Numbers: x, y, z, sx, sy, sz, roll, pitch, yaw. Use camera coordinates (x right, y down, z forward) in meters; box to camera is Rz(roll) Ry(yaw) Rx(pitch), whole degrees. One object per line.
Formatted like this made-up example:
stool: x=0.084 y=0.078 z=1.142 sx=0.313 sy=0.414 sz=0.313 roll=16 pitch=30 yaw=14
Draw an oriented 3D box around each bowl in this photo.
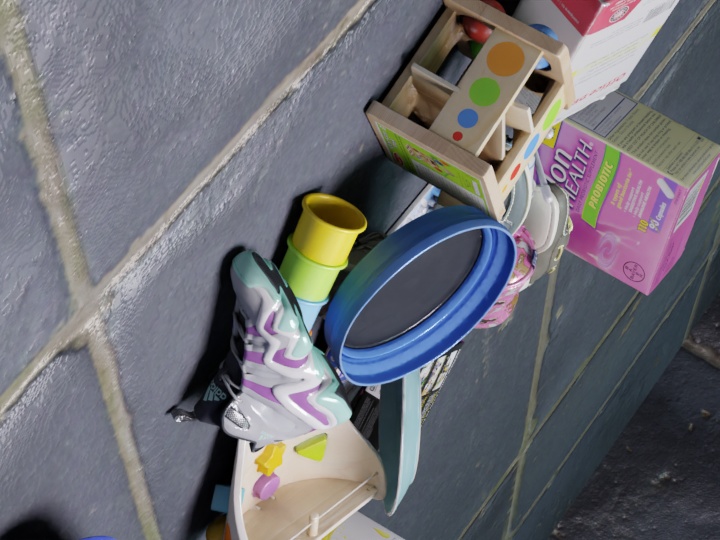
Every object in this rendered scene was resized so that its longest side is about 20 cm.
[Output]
bowl: x=0.052 y=0.022 z=1.561 sx=0.200 sy=0.039 sz=0.201 roll=-29 pitch=150 yaw=-19

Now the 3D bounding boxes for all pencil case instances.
pencil case: x=0.148 y=0.006 z=1.927 sx=0.086 sy=0.083 sz=0.200 roll=-13 pitch=165 yaw=-6

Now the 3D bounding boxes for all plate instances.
plate: x=0.041 y=0.149 z=1.745 sx=0.200 sy=0.026 sz=0.201 roll=-179 pitch=-90 yaw=-85

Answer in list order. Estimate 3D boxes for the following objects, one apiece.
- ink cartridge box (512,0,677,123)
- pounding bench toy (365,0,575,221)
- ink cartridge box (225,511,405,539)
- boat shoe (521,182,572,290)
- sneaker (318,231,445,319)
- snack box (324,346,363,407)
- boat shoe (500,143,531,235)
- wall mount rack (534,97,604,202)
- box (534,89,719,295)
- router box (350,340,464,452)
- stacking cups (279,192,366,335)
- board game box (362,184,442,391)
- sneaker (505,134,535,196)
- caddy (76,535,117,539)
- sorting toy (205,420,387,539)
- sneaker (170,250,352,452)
ink cartridge box: x=0.219 y=-0.241 z=1.635 sx=0.145 sy=0.083 sz=0.200 roll=-29 pitch=161 yaw=-31
pounding bench toy: x=0.113 y=-0.144 z=1.575 sx=0.156 sy=0.124 sz=0.200 roll=-57 pitch=162 yaw=-9
ink cartridge box: x=-0.042 y=0.308 z=1.761 sx=0.145 sy=0.200 sz=0.084 roll=-30 pitch=143 yaw=-56
boat shoe: x=0.207 y=-0.046 z=1.975 sx=0.060 sy=0.072 sz=0.202 roll=-26 pitch=158 yaw=-21
sneaker: x=0.000 y=0.000 z=1.615 sx=0.075 sy=0.082 sz=0.200 roll=-30 pitch=158 yaw=25
snack box: x=-0.018 y=0.106 z=1.730 sx=0.072 sy=0.024 sz=0.200 roll=-20 pitch=146 yaw=-45
boat shoe: x=0.118 y=-0.042 z=1.753 sx=0.062 sy=0.073 sz=0.200 roll=-46 pitch=163 yaw=-45
wall mount rack: x=0.207 y=-0.181 z=1.818 sx=0.174 sy=0.074 sz=0.200 roll=-58 pitch=158 yaw=-25
box: x=0.292 y=-0.102 z=1.993 sx=0.097 sy=0.200 sz=0.176 roll=-43 pitch=157 yaw=-39
router box: x=0.037 y=0.165 z=1.978 sx=0.200 sy=0.051 sz=0.149 roll=-64 pitch=163 yaw=14
stacking cups: x=-0.055 y=0.030 z=1.511 sx=0.060 sy=0.060 sz=0.200 roll=-30 pitch=147 yaw=-56
board game box: x=0.044 y=0.014 z=1.800 sx=0.200 sy=0.026 sz=0.200 roll=-50 pitch=160 yaw=-26
sneaker: x=0.145 y=-0.099 z=1.815 sx=0.073 sy=0.072 sz=0.200 roll=-63 pitch=162 yaw=-9
caddy: x=-0.235 y=0.279 z=1.362 sx=0.141 sy=0.105 sz=0.200 roll=-32 pitch=157 yaw=-9
sorting toy: x=-0.074 y=0.185 z=1.661 sx=0.200 sy=0.107 sz=0.180 roll=-33 pitch=139 yaw=-38
sneaker: x=-0.103 y=0.084 z=1.453 sx=0.140 sy=0.078 sz=0.200 roll=-25 pitch=125 yaw=2
